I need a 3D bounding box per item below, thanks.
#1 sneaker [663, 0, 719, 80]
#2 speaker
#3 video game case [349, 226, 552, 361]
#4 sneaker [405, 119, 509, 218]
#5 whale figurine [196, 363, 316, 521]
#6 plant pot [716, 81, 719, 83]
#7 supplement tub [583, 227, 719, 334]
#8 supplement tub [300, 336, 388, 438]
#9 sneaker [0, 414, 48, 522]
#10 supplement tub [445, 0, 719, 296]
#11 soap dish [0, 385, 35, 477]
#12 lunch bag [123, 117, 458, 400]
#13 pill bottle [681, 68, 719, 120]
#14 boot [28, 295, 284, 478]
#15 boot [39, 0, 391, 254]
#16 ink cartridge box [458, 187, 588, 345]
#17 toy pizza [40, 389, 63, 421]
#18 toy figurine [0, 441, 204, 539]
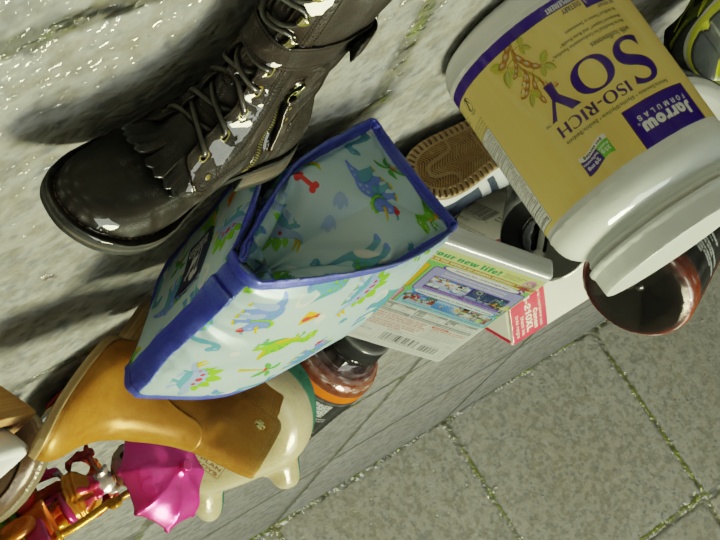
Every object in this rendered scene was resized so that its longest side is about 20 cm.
[{"bbox_3d":[0.335,-0.248,1.209,0.200,0.075,0.085,-43,-156,-9],"label":"sneaker"},{"bbox_3d":[0.169,-0.062,1.263,0.081,0.081,0.200,-38,-169,20],"label":"speaker"},{"bbox_3d":[0.031,0.010,1.186,0.199,0.022,0.182,18,145,-23],"label":"video game case"},{"bbox_3d":[0.099,-0.084,1.183,0.199,0.070,0.109,-23,163,-31],"label":"sneaker"},{"bbox_3d":[-0.122,0.153,1.363,0.200,0.159,0.104,-56,-178,30],"label":"whale figurine"},{"bbox_3d":[0.403,-0.140,1.547,0.200,0.201,0.184,-34,156,3],"label":"plant pot"},{"bbox_3d":[0.285,-0.038,1.283,0.200,0.107,0.107,-50,-178,-43],"label":"supplement tub"},{"bbox_3d":[-0.054,0.107,1.438,0.200,0.107,0.107,-43,165,36],"label":"supplement tub"},{"bbox_3d":[-0.329,0.179,1.081,0.200,0.071,0.076,-37,163,9],"label":"sneaker"},{"bbox_3d":[0.168,-0.098,0.991,0.145,0.201,0.145,-32,168,-8],"label":"supplement tub"},{"bbox_3d":[-0.322,0.131,0.878,0.157,0.081,0.200,-38,167,20],"label":"soap dish"},{"bbox_3d":[-0.061,0.003,0.966,0.200,0.128,0.170,-35,173,-47],"label":"lunch bag"},{"bbox_3d":[0.249,-0.127,1.206,0.106,0.107,0.200,-34,-164,3],"label":"pill bottle"},{"bbox_3d":[-0.134,0.106,0.998,0.071,0.144,0.201,-52,-179,32],"label":"boot"},{"bbox_3d":[-0.063,-0.102,0.718,0.200,0.069,0.174,-33,168,-45],"label":"boot"},{"bbox_3d":[0.176,-0.028,1.402,0.199,0.145,0.085,-28,125,-25],"label":"ink cartridge box"},{"bbox_3d":[-0.187,0.087,1.178,0.199,0.032,0.200,-29,168,-7],"label":"toy pizza"},{"bbox_3d":[-0.224,0.196,1.209,0.183,0.151,0.200,-27,-164,-7],"label":"toy figurine"}]
